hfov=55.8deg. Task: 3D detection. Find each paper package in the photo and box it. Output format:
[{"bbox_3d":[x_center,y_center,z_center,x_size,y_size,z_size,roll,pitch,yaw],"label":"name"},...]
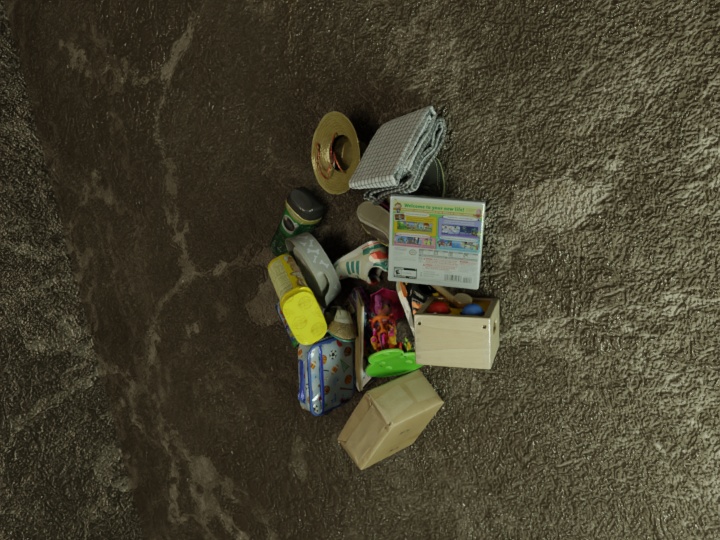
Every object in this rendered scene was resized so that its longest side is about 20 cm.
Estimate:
[{"bbox_3d":[0.069,0.348,1.591,0.104,0.197,0.193,49,129,25],"label":"paper package"}]

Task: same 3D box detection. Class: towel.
[{"bbox_3d":[0.084,-0.240,1.457,0.163,0.085,0.204,-4,53,51],"label":"towel"}]

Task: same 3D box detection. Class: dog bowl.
[{"bbox_3d":[-0.118,-0.007,1.737,0.202,0.058,0.201,54,165,21],"label":"dog bowl"}]

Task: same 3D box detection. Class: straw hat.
[{"bbox_3d":[-0.032,-0.284,1.638,0.199,0.083,0.208,17,112,50],"label":"straw hat"}]

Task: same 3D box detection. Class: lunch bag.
[{"bbox_3d":[-0.089,0.262,1.719,0.074,0.157,0.207,13,111,46],"label":"lunch bag"}]

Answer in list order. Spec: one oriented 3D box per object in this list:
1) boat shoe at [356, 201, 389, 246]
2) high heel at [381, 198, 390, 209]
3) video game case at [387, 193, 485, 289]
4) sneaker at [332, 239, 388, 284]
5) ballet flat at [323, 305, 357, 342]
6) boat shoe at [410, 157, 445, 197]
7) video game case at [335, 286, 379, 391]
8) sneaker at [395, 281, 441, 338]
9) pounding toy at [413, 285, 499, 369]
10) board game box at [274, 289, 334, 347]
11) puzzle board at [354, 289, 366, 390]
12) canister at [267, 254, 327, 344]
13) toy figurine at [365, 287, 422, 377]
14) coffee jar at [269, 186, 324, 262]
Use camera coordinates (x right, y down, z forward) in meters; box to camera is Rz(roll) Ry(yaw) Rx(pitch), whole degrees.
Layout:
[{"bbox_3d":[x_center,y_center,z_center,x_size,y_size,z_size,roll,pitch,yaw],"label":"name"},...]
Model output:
[{"bbox_3d":[0.075,-0.087,1.587,0.198,0.072,0.060,34,164,22],"label":"boat shoe"},{"bbox_3d":[0.105,-0.129,1.518,0.199,0.095,0.069,41,125,33],"label":"high heel"},{"bbox_3d":[0.155,-0.060,1.408,0.193,0.022,0.188,6,111,12],"label":"video game case"},{"bbox_3d":[0.001,0.000,1.678,0.198,0.069,0.096,-32,71,43],"label":"sneaker"},{"bbox_3d":[-0.055,0.125,1.681,0.199,0.068,0.068,-161,78,-67],"label":"ballet flat"},{"bbox_3d":[0.142,-0.150,1.460,0.069,0.066,0.208,6,86,12],"label":"boat shoe"},{"bbox_3d":[0.000,0.177,1.744,0.203,0.035,0.182,58,135,21],"label":"video game case"},{"bbox_3d":[0.153,0.092,1.539,0.089,0.069,0.205,-33,77,38],"label":"sneaker"},{"bbox_3d":[0.194,0.097,1.415,0.178,0.200,0.147,2,103,18],"label":"pounding toy"},{"bbox_3d":[-0.157,0.105,1.896,0.200,0.034,0.138,-47,66,42],"label":"board game box"},{"bbox_3d":[0.000,0.165,1.646,0.151,0.017,0.207,-109,20,-76],"label":"puzzle board"},{"bbox_3d":[-0.161,0.067,1.694,0.151,0.085,0.201,67,174,-35],"label":"canister"},{"bbox_3d":[0.059,0.128,1.578,0.146,0.200,0.189,-18,65,15],"label":"toy figurine"},{"bbox_3d":[-0.169,-0.119,1.820,0.104,0.084,0.203,44,129,23],"label":"coffee jar"}]
